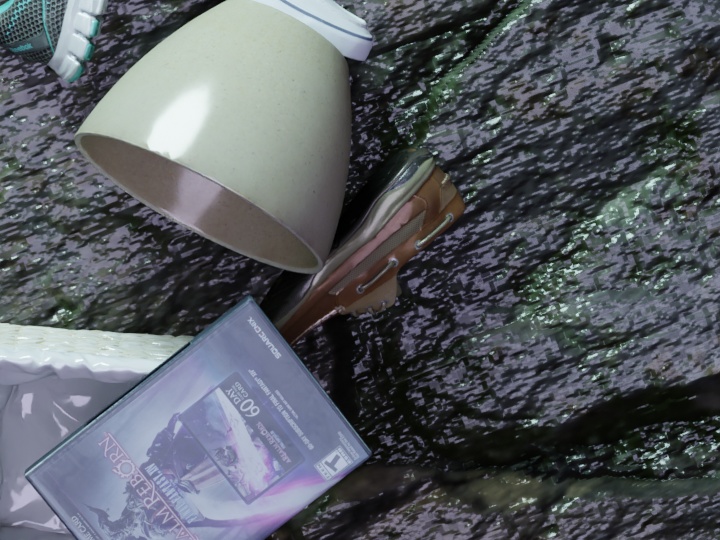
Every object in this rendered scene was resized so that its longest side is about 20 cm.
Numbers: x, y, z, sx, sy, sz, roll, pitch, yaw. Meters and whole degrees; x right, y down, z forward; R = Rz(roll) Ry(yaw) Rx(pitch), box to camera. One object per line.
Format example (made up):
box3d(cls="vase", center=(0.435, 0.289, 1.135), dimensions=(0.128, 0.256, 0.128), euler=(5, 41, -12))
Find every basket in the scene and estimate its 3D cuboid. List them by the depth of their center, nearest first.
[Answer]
box3d(cls="basket", center=(-0.198, 0.144, 1.680), dimensions=(0.197, 0.161, 0.201), euler=(4, 101, -7))

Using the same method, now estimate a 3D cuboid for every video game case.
box3d(cls="video game case", center=(-0.112, 0.134, 1.601), dimensions=(0.200, 0.019, 0.143), euler=(-38, 102, -1))

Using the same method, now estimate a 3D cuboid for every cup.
box3d(cls="cup", center=(-0.085, -0.108, 1.645), dimensions=(0.200, 0.200, 0.144), euler=(29, 78, -11))

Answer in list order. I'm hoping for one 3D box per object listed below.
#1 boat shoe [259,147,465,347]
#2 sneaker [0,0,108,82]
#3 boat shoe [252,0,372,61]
box3d(cls="boat shoe", center=(0.000, 0.000, 1.720), dimensions=(0.074, 0.076, 0.200), euler=(43, 94, -15))
box3d(cls="sneaker", center=(-0.217, -0.241, 1.653), dimensions=(0.091, 0.078, 0.201), euler=(16, 97, -5))
box3d(cls="boat shoe", center=(-0.069, -0.224, 1.671), dimensions=(0.199, 0.074, 0.066), euler=(31, 99, -13))
